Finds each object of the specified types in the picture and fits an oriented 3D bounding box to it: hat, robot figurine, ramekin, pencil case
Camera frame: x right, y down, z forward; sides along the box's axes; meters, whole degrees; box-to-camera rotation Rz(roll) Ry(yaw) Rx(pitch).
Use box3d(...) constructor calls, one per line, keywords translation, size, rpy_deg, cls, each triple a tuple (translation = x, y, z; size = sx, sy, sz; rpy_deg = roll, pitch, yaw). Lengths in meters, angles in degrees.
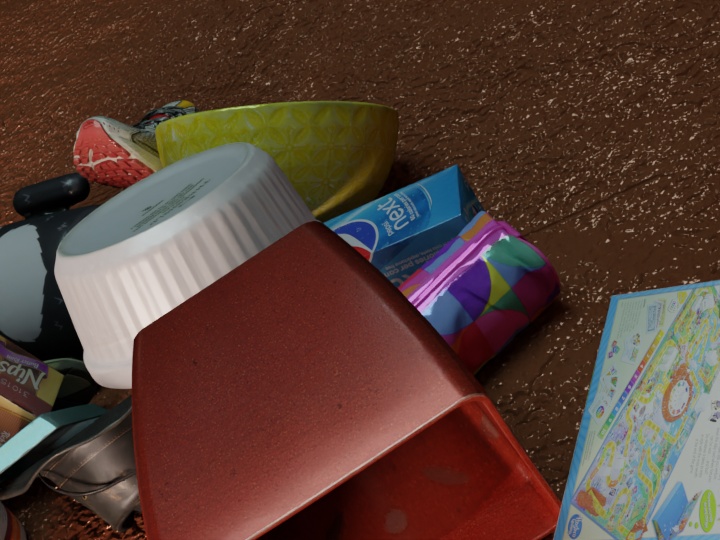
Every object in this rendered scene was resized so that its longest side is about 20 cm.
box3d(translation=(-0.164, 0.137, 1.114), size=(0.200, 0.081, 0.201), rpy_deg=(-36, 1, 1), cls="hat")
box3d(translation=(-0.254, 0.013, 1.318), size=(0.198, 0.125, 0.151), rpy_deg=(-10, 42, 33), cls="robot figurine")
box3d(translation=(-0.124, -0.011, 1.097), size=(0.201, 0.095, 0.203), rpy_deg=(-25, 18, 8), cls="ramekin")
box3d(translation=(0.044, 0.048, 1.060), size=(0.200, 0.089, 0.088), rpy_deg=(-42, 35, -11), cls="pencil case")

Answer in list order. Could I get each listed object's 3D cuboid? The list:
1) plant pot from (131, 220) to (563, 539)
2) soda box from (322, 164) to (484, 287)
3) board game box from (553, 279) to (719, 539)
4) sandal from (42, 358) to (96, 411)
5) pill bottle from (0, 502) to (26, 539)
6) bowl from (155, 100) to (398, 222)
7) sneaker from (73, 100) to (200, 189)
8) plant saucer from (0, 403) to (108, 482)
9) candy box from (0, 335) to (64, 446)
box3d(translation=(-0.023, 0.096, 0.911), size=(0.199, 0.200, 0.177), rpy_deg=(-32, 55, 3), cls="plant pot")
box3d(translation=(0.000, 0.000, 1.167), size=(0.198, 0.068, 0.065), rpy_deg=(-23, 35, 17), cls="soda box")
box3d(translation=(0.197, 0.090, 0.920), size=(0.133, 0.034, 0.201), rpy_deg=(-10, 42, 33), cls="board game box")
box3d(translation=(-0.304, 0.101, 1.281), size=(0.199, 0.080, 0.058), rpy_deg=(-18, 58, 30), cls="sandal")
box3d(translation=(-0.344, 0.170, 1.140), size=(0.112, 0.201, 0.114), rpy_deg=(-22, 36, 17), cls="pill bottle")
box3d(translation=(-0.064, -0.066, 1.245), size=(0.198, 0.199, 0.109), rpy_deg=(-5, 87, 36), cls="bowl")
box3d(translation=(-0.177, -0.108, 1.328), size=(0.077, 0.200, 0.083), rpy_deg=(2, 86, 24), cls="sneaker")
box3d(translation=(-0.233, 0.126, 1.156), size=(0.070, 0.019, 0.200), rpy_deg=(-39, -2, -1), cls="plant saucer")
box3d(translation=(-0.332, 0.118, 1.208), size=(0.200, 0.116, 0.057), rpy_deg=(-39, 25, 36), cls="candy box")
